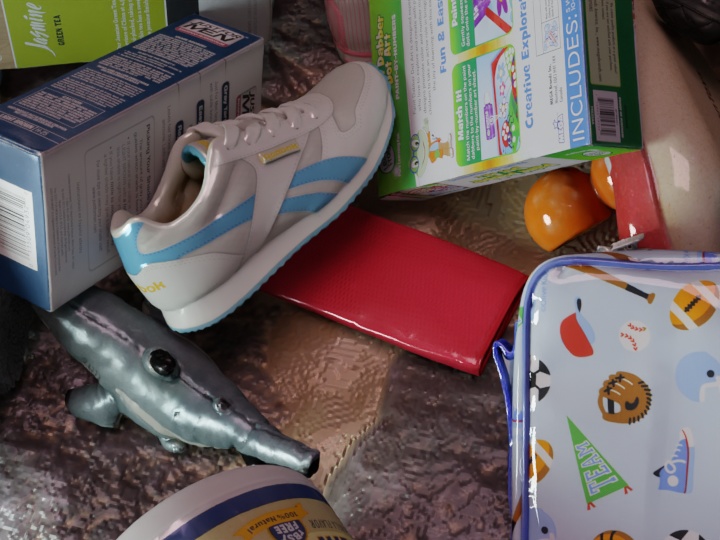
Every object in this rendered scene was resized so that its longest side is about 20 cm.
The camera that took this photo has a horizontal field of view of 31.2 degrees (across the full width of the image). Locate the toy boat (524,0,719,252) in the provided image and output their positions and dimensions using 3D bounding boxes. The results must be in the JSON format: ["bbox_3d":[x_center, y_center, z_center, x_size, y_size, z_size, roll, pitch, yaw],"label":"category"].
[{"bbox_3d":[0.152,-0.053,0.746,0.130,0.130,0.202,-34,52,27],"label":"toy boat"}]

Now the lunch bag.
[{"bbox_3d":[0.145,0.083,0.634,0.158,0.075,0.204,1,90,15],"label":"lunch bag"}]

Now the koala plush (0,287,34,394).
[{"bbox_3d":[-0.316,0.030,0.757,0.197,0.177,0.187,8,81,12],"label":"koala plush"}]

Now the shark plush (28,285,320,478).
[{"bbox_3d":[-0.112,0.070,0.734,0.091,0.084,0.200,-41,60,-14],"label":"shark plush"}]

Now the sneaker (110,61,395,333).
[{"bbox_3d":[-0.057,-0.059,0.750,0.200,0.081,0.076,-48,33,-20],"label":"sneaker"}]

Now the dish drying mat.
[{"bbox_3d":[0.000,0.000,0.792,0.198,0.018,0.077,20,65,23],"label":"dish drying mat"}]

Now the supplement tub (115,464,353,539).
[{"bbox_3d":[-0.031,0.208,0.599,0.144,0.145,0.200,-35,59,-10],"label":"supplement tub"}]

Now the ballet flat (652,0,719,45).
[{"bbox_3d":[0.212,-0.178,0.771,0.056,0.067,0.200,30,24,6],"label":"ballet flat"}]

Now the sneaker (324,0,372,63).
[{"bbox_3d":[0.008,-0.248,0.887,0.074,0.105,0.203,-1,58,13],"label":"sneaker"}]

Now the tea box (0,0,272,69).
[{"bbox_3d":[-0.165,-0.257,0.849,0.193,0.134,0.202,-6,57,-9],"label":"tea box"}]

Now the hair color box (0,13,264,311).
[{"bbox_3d":[-0.138,-0.070,0.767,0.060,0.101,0.200,22,36,24],"label":"hair color box"}]

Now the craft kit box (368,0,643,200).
[{"bbox_3d":[0.072,-0.152,0.734,0.048,0.196,0.204,0,86,-35],"label":"craft kit box"}]
